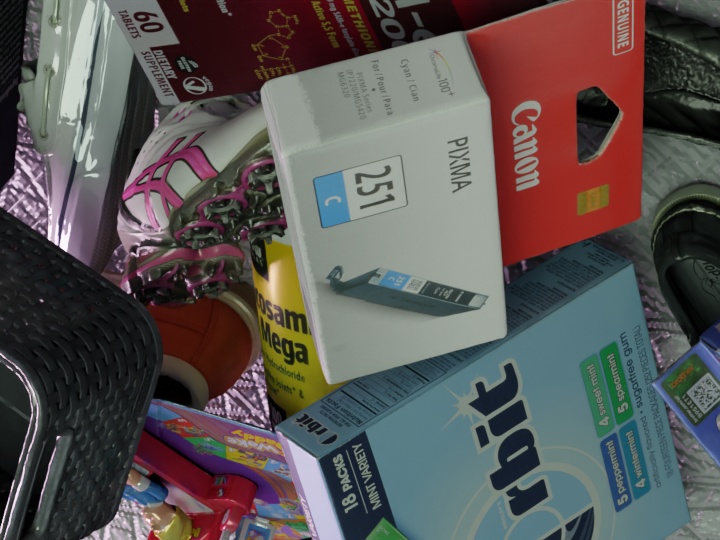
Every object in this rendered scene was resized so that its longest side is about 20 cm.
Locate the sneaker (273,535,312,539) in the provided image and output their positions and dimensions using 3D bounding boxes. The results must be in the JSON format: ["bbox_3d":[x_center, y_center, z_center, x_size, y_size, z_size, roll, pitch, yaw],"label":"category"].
[{"bbox_3d":[0.018,0.209,1.396,0.199,0.076,0.116,21,128,8],"label":"sneaker"}]

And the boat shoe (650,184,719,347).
[{"bbox_3d":[0.215,0.049,1.263,0.074,0.066,0.200,-27,107,25],"label":"boat shoe"}]

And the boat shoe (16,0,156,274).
[{"bbox_3d":[-0.145,-0.095,1.290,0.066,0.074,0.201,16,107,10],"label":"boat shoe"}]

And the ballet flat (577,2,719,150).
[{"bbox_3d":[0.146,-0.094,1.214,0.199,0.057,0.067,10,118,10],"label":"ballet flat"}]

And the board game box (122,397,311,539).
[{"bbox_3d":[-0.109,0.114,1.287,0.199,0.039,0.158,15,155,3],"label":"board game box"}]

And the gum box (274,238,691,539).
[{"bbox_3d":[0.068,0.105,1.259,0.044,0.199,0.171,31,144,51],"label":"gum box"}]

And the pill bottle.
[{"bbox_3d":[0.000,0.000,1.269,0.112,0.113,0.201,1,116,14],"label":"pill bottle"}]

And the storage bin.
[{"bbox_3d":[-0.208,0.044,1.194,0.199,0.094,0.136,32,122,21],"label":"storage bin"}]

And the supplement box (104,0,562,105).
[{"bbox_3d":[-0.016,-0.143,1.104,0.199,0.061,0.109,-8,137,21],"label":"supplement box"}]

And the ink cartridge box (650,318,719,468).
[{"bbox_3d":[0.256,0.036,1.214,0.200,0.042,0.119,-40,102,2],"label":"ink cartridge box"}]

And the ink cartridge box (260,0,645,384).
[{"bbox_3d":[0.053,-0.036,1.123,0.175,0.045,0.200,-16,148,-4],"label":"ink cartridge box"}]

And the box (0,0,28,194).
[{"bbox_3d":[-0.256,-0.128,1.277,0.147,0.104,0.201,12,118,8],"label":"box"}]

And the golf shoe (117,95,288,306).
[{"bbox_3d":[-0.072,-0.051,1.187,0.200,0.072,0.093,-34,63,56],"label":"golf shoe"}]

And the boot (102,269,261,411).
[{"bbox_3d":[-0.159,0.046,1.340,0.199,0.107,0.075,-1,118,17],"label":"boot"}]
